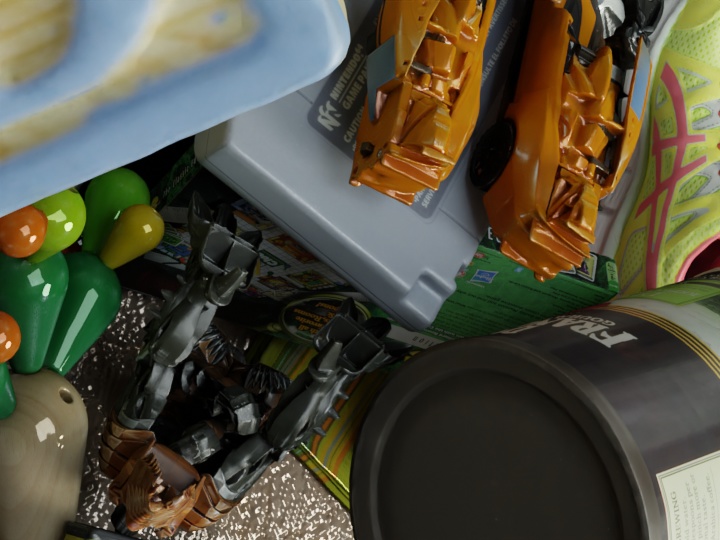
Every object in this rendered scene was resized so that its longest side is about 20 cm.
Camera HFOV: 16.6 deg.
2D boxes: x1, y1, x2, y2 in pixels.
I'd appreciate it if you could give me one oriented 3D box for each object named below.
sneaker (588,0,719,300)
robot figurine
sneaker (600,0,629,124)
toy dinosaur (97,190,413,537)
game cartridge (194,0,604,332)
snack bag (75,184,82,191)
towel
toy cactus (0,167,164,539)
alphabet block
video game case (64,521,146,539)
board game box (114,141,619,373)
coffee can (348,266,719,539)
[{"bbox_3d":[0.165,-0.046,1.141,0.078,0.090,0.201,4,104,-48],"label":"sneaker"},{"bbox_3d":[0.066,-0.105,0.989,0.145,0.058,0.201,26,62,-24],"label":"robot figurine"},{"bbox_3d":[0.094,-0.091,1.162,0.200,0.074,0.089,37,74,-38],"label":"sneaker"},{"bbox_3d":[-0.057,0.060,0.979,0.102,0.200,0.136,31,103,-24],"label":"toy dinosaur"},{"bbox_3d":[0.016,-0.090,1.010,0.133,0.042,0.200,37,58,-12],"label":"game cartridge"},{"bbox_3d":[-0.171,-0.097,0.983,0.200,0.021,0.189,44,68,-32],"label":"snack bag"},{"bbox_3d":[0.023,0.081,1.156,0.200,0.018,0.086,49,66,-31],"label":"towel"},{"bbox_3d":[-0.136,0.025,0.929,0.200,0.102,0.166,-59,150,-70],"label":"toy cactus"},{"bbox_3d":[-0.129,-0.142,0.828,0.196,0.200,0.196,-21,113,5],"label":"alphabet block"},{"bbox_3d":[-0.051,0.209,0.973,0.200,0.025,0.181,19,82,-32],"label":"video game case"},{"bbox_3d":[0.000,0.000,1.055,0.200,0.105,0.024,19,48,-27],"label":"board game box"},{"bbox_3d":[0.114,0.084,1.018,0.200,0.146,0.147,-13,102,-48],"label":"coffee can"}]
